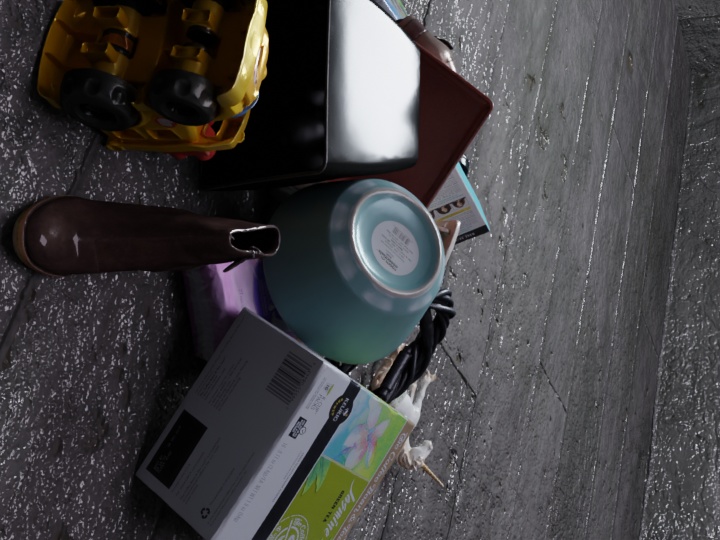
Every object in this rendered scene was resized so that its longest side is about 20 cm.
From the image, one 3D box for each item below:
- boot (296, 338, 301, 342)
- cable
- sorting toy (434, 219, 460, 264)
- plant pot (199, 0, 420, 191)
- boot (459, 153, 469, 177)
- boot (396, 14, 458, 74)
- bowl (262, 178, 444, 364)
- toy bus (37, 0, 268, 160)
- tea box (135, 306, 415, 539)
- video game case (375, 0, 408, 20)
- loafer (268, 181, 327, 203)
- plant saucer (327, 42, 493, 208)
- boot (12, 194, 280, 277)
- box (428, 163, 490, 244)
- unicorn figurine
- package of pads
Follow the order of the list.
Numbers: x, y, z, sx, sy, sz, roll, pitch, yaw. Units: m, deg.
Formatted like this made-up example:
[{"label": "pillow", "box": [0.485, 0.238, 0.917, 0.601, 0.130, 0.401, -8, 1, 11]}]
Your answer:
[{"label": "boot", "box": [-0.078, 0.101, 1.282, 0.187, 0.064, 0.201, 60, 36, -44]}, {"label": "cable", "box": [0.031, 0.094, 1.305, 0.162, 0.051, 0.201, 7, 118, -50]}, {"label": "sorting toy", "box": [0.000, 0.000, 1.353, 0.107, 0.198, 0.182, 116, -8, -82]}, {"label": "plant pot", "box": [-0.043, -0.183, 1.166, 0.176, 0.199, 0.202, 6, 83, -47]}, {"label": "boot", "box": [0.100, -0.194, 1.537, 0.200, 0.076, 0.170, 144, -43, -68]}, {"label": "boot", "box": [0.066, -0.239, 1.359, 0.070, 0.200, 0.147, -38, 99, -21]}, {"label": "bowl", "box": [0.009, -0.015, 1.124, 0.199, 0.105, 0.203, 13, 65, -30]}, {"label": "toy bus", "box": [-0.160, -0.166, 0.994, 0.192, 0.198, 0.137, 56, 42, -58]}, {"label": "tea box", "box": [-0.081, 0.181, 1.105, 0.201, 0.133, 0.197, -57, 142, -5]}, {"label": "video game case", "box": [0.027, -0.371, 1.441, 0.182, 0.022, 0.201, 42, 23, -55]}, {"label": "loafer", "box": [-0.014, -0.070, 1.263, 0.063, 0.199, 0.072, -56, 165, -12]}, {"label": "plant saucer", "box": [0.034, -0.171, 1.278, 0.201, 0.199, 0.037, -56, 165, 22]}, {"label": "boot", "box": [-0.184, -0.033, 0.961, 0.199, 0.165, 0.073, -1, 90, -63]}, {"label": "box", "box": [0.106, -0.098, 1.438, 0.200, 0.082, 0.050, 50, 21, -60]}, {"label": "unicorn figurine", "box": [0.064, 0.196, 1.557, 0.200, 0.073, 0.138, 47, 57, -34]}, {"label": "package of pads", "box": [-0.095, 0.017, 1.170, 0.199, 0.075, 0.122, -17, 106, -38]}]
